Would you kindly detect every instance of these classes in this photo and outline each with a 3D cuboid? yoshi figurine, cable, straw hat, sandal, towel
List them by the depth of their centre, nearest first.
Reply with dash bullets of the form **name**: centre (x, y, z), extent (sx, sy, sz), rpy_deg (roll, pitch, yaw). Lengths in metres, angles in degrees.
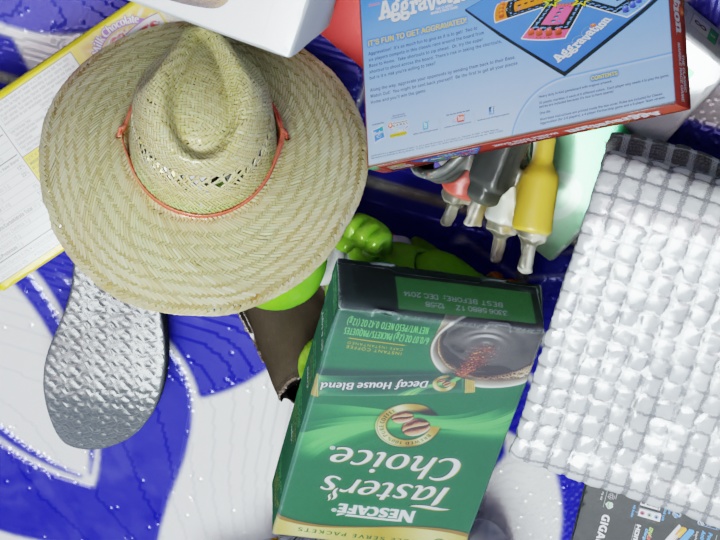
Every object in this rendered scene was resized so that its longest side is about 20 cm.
- **straw hat**: centre (-0.086, -0.081, 1.401), extent (0.201, 0.201, 0.085), rpy_deg (16, 150, 7)
- **towel**: centre (0.189, 0.035, 1.426), extent (0.165, 0.086, 0.200), rpy_deg (17, 115, 5)
- **cable**: centre (0.094, -0.103, 1.428), extent (0.097, 0.050, 0.200), rpy_deg (31, 102, 36)
- **yoshi figurine**: centre (-0.004, 0.012, 1.470), extent (0.200, 0.112, 0.112), rpy_deg (28, 80, -10)
- **sandal**: centre (-0.151, 0.016, 1.584), extent (0.076, 0.043, 0.200), rpy_deg (10, 106, 3)

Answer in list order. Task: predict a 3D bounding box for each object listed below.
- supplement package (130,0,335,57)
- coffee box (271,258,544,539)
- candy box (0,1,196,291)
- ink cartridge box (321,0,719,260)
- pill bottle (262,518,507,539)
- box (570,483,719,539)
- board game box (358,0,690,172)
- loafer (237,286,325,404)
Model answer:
- **supplement package**: centre (-0.103, -0.210, 1.419), extent (0.200, 0.110, 0.114), rpy_deg (20, 108, 6)
- **coffee box**: centre (0.024, 0.082, 1.465), extent (0.123, 0.044, 0.200), rpy_deg (8, 134, -11)
- **candy box**: centre (-0.163, -0.081, 1.523), extent (0.200, 0.026, 0.102), rpy_deg (-32, 98, 12)
- **ink cartridge box**: centre (0.087, -0.127, 1.450), extent (0.200, 0.050, 0.161), rpy_deg (38, 117, -6)
- **pill bottle**: centre (-0.006, 0.217, 1.592), extent (0.200, 0.109, 0.109), rpy_deg (-7, 111, 18)
- **box**: centre (0.239, 0.112, 1.516), extent (0.198, 0.050, 0.200), rpy_deg (14, 115, 7)
- **board game box**: centre (0.086, -0.120, 1.392), extent (0.200, 0.019, 0.103), rpy_deg (-10, 78, 36)
- **loafer**: centre (-0.028, 0.041, 1.540), extent (0.073, 0.071, 0.200), rpy_deg (-31, 103, 24)
